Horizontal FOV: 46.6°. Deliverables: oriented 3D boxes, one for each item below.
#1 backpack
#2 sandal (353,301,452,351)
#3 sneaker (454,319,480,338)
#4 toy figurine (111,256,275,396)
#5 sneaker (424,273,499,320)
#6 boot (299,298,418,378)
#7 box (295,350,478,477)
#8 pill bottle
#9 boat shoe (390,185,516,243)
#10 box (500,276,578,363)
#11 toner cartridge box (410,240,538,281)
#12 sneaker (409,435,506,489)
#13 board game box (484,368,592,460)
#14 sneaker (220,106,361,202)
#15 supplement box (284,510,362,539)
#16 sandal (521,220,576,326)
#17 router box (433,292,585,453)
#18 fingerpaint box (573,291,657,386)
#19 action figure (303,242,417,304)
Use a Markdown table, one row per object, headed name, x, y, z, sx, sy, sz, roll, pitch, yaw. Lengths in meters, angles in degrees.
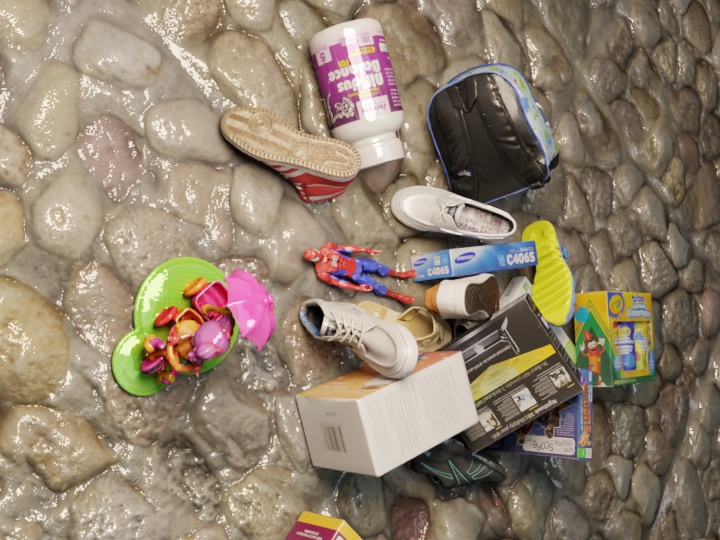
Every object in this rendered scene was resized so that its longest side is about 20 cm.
| name | x | y | z | sx | sy | sz | roll | pitch | yaw |
| --- | --- | --- | --- | --- | --- | --- | --- | --- | --- |
| backpack | 0.207 | -0.225 | 1.338 | 0.202 | 0.181 | 0.147 | 64 | 32 | -15 |
| sandal | 0.082 | 0.090 | 1.267 | 0.210 | 0.069 | 0.079 | 16 | 75 | -36 |
| sneaker | 0.176 | 0.168 | 1.324 | 0.082 | 0.074 | 0.203 | 9 | 68 | -53 |
| toy figurine | -0.184 | 0.066 | 0.992 | 0.200 | 0.183 | 0.151 | -47 | 112 | -31 |
| sneaker | 0.157 | 0.039 | 1.288 | 0.199 | 0.084 | 0.074 | 12 | 79 | -62 |
| boot | -0.011 | 0.089 | 1.123 | 0.095 | 0.199 | 0.075 | 11 | 96 | -32 |
| box | 0.038 | 0.194 | 1.169 | 0.198 | 0.151 | 0.108 | -19 | 96 | -38 |
| pill bottle | 0.001 | -0.252 | 1.217 | 0.111 | 0.112 | 0.203 | -19 | 96 | -37 |
| boat shoe | 0.145 | -0.084 | 1.286 | 0.198 | 0.069 | 0.073 | 20 | 86 | -2 |
| box | 0.295 | 0.132 | 1.450 | 0.201 | 0.036 | 0.145 | 51 | 58 | -20 |
| toner cartridge box | 0.185 | -0.016 | 1.344 | 0.198 | 0.094 | 0.044 | -7 | 88 | -39 |
| sneaker | 0.151 | 0.302 | 1.310 | 0.199 | 0.075 | 0.080 | 32 | 93 | -36 |
| board game box | 0.277 | 0.224 | 1.321 | 0.034 | 0.199 | 0.137 | 10 | 79 | -35 |
| sneaker | -0.101 | -0.157 | 1.166 | 0.198 | 0.113 | 0.072 | 21 | 72 | -2 |
| supplement box | -0.064 | 0.441 | 1.092 | 0.131 | 0.103 | 0.201 | 51 | 57 | -21 |
| sandal | 0.339 | 0.011 | 1.448 | 0.087 | 0.079 | 0.202 | 38 | 41 | -42 |
| router box | 0.208 | 0.154 | 1.245 | 0.158 | 0.199 | 0.052 | 57 | 19 | 1 |
| fingerpaint box | 0.474 | 0.125 | 1.543 | 0.199 | 0.073 | 0.169 | 5 | 81 | -48 |
| action figure | 0.000 | 0.000 | 1.231 | 0.198 | 0.051 | 0.066 | 16 | 79 | -33 |
